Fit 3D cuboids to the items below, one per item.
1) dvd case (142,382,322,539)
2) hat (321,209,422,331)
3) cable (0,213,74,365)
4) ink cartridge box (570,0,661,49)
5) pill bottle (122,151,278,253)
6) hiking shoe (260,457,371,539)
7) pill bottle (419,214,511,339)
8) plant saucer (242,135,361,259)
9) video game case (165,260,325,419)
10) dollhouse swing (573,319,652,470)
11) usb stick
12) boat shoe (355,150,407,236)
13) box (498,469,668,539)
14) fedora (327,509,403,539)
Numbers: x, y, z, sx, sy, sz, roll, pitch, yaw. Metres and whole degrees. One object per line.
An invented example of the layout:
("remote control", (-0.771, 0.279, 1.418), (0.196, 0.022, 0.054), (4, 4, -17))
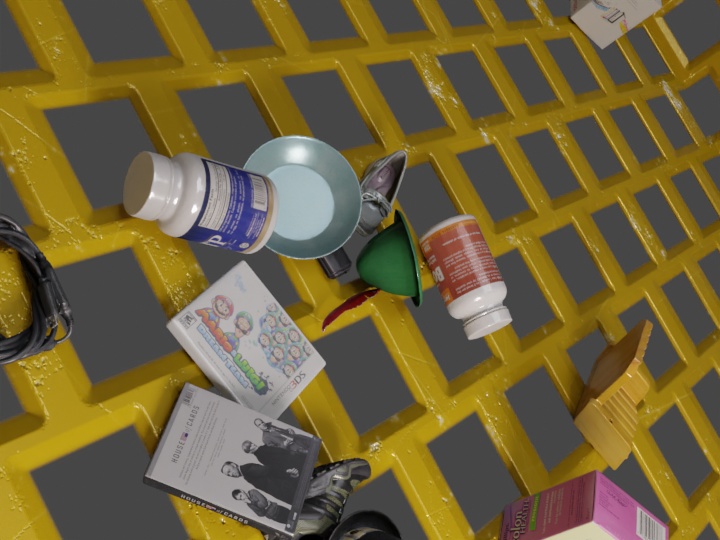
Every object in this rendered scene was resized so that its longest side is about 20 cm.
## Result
("dvd case", (-0.159, 0.241, 1.275), (0.198, 0.025, 0.151), (23, 46, -5))
("hat", (0.000, 0.000, 1.633), (0.174, 0.200, 0.167), (-14, 87, -4))
("cable", (-0.439, 0.017, 1.186), (0.162, 0.051, 0.201), (-21, 83, -45))
("ink cartridge box", (0.682, -0.732, 2.684), (0.144, 0.199, 0.148), (36, 43, -25))
("pill bottle", (-0.226, -0.100, 1.413), (0.199, 0.119, 0.121), (14, 55, -38))
("hiking shoe", (-0.056, 0.324, 1.346), (0.199, 0.075, 0.102), (-21, 88, -40))
("pill bottle", (0.188, 0.013, 1.756), (0.112, 0.112, 0.202), (-6, 69, -47))
("plant saucer", (-0.098, -0.111, 1.574), (0.199, 0.039, 0.203), (4, 74, -16))
("video game case", (-0.157, 0.106, 1.418), (0.201, 0.024, 0.182), (51, 40, -5))
("dollhouse swing", (0.520, 0.228, 1.894), (0.182, 0.175, 0.200), (48, 39, -8))
("usb stick", (-0.081, -0.078, 1.612), (0.055, 0.033, 0.201), (-29, 86, -42))
("boat shoe", (0.031, -0.138, 1.737), (0.074, 0.065, 0.203), (44, 41, -14))
("box", (0.349, 0.425, 1.569), (0.175, 0.200, 0.097), (38, 42, -19))
("fedora", (0.031, 0.408, 1.305), (0.200, 0.091, 0.203), (11, 77, -52))
